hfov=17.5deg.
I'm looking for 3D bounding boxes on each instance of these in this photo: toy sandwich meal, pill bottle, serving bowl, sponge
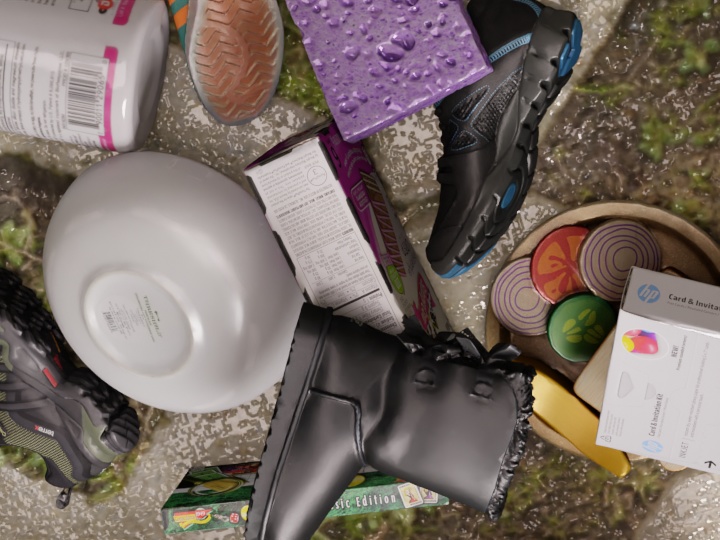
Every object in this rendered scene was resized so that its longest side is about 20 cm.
[{"bbox_3d":[0.182,0.051,1.608,0.204,0.070,0.206,1,100,7],"label":"toy sandwich meal"},{"bbox_3d":[-0.240,-0.152,1.607,0.199,0.113,0.114,11,101,5],"label":"pill bottle"},{"bbox_3d":[-0.138,0.021,1.606,0.199,0.066,0.201,14,126,20],"label":"serving bowl"},{"bbox_3d":[0.001,-0.199,1.582,0.111,0.030,0.201,-26,80,14],"label":"sponge"}]

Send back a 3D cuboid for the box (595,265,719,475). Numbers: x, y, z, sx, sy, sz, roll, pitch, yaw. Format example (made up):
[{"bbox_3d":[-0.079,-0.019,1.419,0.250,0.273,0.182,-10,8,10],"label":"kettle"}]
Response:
[{"bbox_3d":[0.258,0.080,1.501,0.199,0.041,0.156,12,144,8],"label":"box"}]

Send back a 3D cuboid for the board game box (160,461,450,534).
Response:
[{"bbox_3d":[-0.032,0.151,1.636,0.199,0.105,0.024,-7,102,8],"label":"board game box"}]

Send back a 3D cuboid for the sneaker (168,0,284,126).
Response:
[{"bbox_3d":[-0.102,-0.201,1.610,0.071,0.080,0.201,-15,117,-13],"label":"sneaker"}]

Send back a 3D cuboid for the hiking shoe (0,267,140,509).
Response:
[{"bbox_3d":[-0.255,0.077,1.667,0.101,0.076,0.200,-43,87,16],"label":"hiking shoe"}]

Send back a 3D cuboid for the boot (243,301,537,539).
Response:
[{"bbox_3d":[0.019,0.122,1.507,0.162,0.073,0.199,16,102,1],"label":"boot"}]

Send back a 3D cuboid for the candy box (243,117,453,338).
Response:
[{"bbox_3d":[0.000,0.000,1.590,0.061,0.136,0.201,-24,97,12],"label":"candy box"}]

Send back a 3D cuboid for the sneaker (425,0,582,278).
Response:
[{"bbox_3d":[0.082,-0.093,1.605,0.082,0.073,0.201,24,95,16],"label":"sneaker"}]
